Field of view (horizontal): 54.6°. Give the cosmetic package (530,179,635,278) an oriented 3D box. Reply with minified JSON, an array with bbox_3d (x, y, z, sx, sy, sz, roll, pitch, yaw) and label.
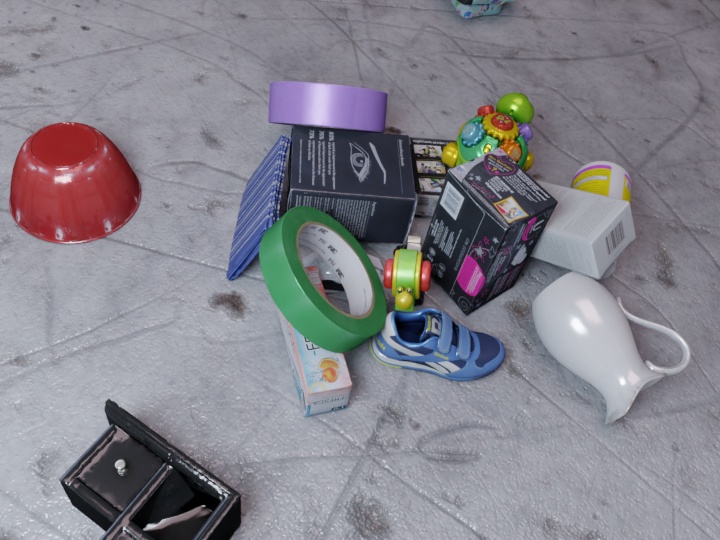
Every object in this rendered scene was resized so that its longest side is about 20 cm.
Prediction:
[{"bbox_3d":[0.306,-0.069,1.075,0.101,0.072,0.199,-41,37,-19],"label":"cosmetic package"}]

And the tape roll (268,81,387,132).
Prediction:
[{"bbox_3d":[-0.054,-0.270,1.162,0.196,0.067,0.200,4,10,-1],"label":"tape roll"}]

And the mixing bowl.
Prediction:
[{"bbox_3d":[-0.442,-0.151,1.062,0.196,0.109,0.203,5,52,-6],"label":"mixing bowl"}]

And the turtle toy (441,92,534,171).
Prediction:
[{"bbox_3d":[0.235,-0.228,1.186,0.144,0.102,0.201,28,50,11],"label":"turtle toy"}]

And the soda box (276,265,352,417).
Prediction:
[{"bbox_3d":[-0.069,0.094,0.966,0.062,0.069,0.202,-7,54,-16],"label":"soda box"}]

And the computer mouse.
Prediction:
[{"bbox_3d":[0.000,0.000,1.068,0.196,0.044,0.111,3,53,-9],"label":"computer mouse"}]

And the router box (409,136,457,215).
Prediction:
[{"bbox_3d":[0.180,-0.161,1.221,0.196,0.052,0.151,4,50,-8],"label":"router box"}]

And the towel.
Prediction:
[{"bbox_3d":[-0.153,-0.095,1.059,0.024,0.145,0.203,25,47,-24],"label":"towel"}]

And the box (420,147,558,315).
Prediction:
[{"bbox_3d":[0.184,-0.058,1.047,0.113,0.202,0.133,-25,60,-29],"label":"box"}]

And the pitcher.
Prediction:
[{"bbox_3d":[0.360,0.093,1.009,0.170,0.122,0.201,-29,68,-13],"label":"pitcher"}]

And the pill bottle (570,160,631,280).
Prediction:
[{"bbox_3d":[0.396,-0.083,1.168,0.102,0.105,0.202,19,51,5],"label":"pill bottle"}]

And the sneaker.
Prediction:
[{"bbox_3d":[0.115,0.102,0.986,0.196,0.083,0.075,6,49,-7],"label":"sneaker"}]

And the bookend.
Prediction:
[{"bbox_3d":[-0.266,0.286,0.764,0.198,0.093,0.199,31,53,15],"label":"bookend"}]

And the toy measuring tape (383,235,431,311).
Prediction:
[{"bbox_3d":[0.072,-0.017,1.008,0.072,0.075,0.201,14,35,1],"label":"toy measuring tape"}]

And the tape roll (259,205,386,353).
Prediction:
[{"bbox_3d":[-0.047,0.010,0.941,0.200,0.048,0.203,38,32,-30],"label":"tape roll"}]

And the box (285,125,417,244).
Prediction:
[{"bbox_3d":[-0.018,-0.136,1.104,0.196,0.105,0.150,5,51,-8],"label":"box"}]

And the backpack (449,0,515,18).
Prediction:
[{"bbox_3d":[0.282,-0.675,1.577,0.197,0.152,0.179,-19,60,-15],"label":"backpack"}]
